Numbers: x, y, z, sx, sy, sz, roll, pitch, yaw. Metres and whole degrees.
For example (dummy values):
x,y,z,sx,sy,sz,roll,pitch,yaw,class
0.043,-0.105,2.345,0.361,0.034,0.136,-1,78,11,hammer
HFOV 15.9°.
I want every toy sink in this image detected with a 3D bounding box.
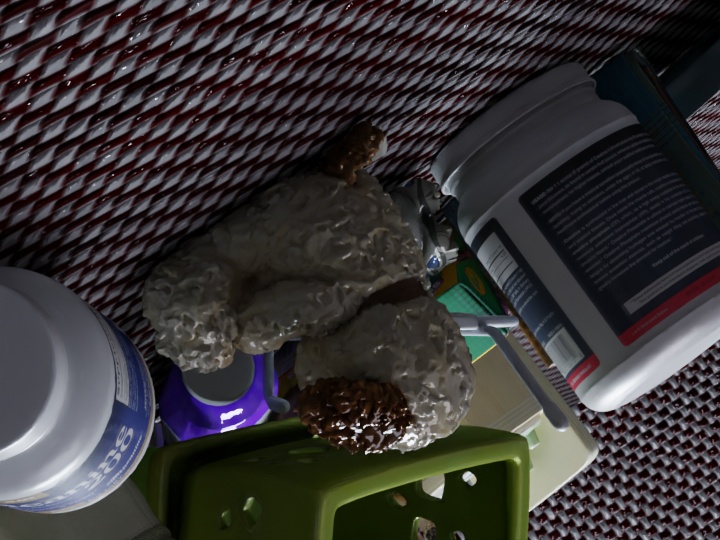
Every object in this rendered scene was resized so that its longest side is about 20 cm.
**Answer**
x,y,z,sx,sy,sz,roll,pitch,yaw,class
0.067,0.118,2.059,0.112,0.200,0.130,-31,171,-45,toy sink

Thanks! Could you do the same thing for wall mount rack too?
x,y,z,sx,sy,sz,roll,pitch,yaw,class
0.032,0.064,1.647,0.200,0.075,0.174,-1,-179,-33,wall mount rack

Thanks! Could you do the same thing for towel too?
x,y,z,sx,sy,sz,roll,pitch,yaw,class
0.161,-0.041,1.786,0.200,0.147,0.022,-41,166,35,towel

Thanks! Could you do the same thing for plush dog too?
x,y,z,sx,sy,sz,roll,pitch,yaw,class
0.001,0.026,1.487,0.160,0.172,0.200,-41,168,28,plush dog

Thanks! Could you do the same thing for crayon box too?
x,y,z,sx,sy,sz,roll,pitch,yaw,class
0.014,0.058,1.885,0.200,0.058,0.119,-38,-160,18,crayon box

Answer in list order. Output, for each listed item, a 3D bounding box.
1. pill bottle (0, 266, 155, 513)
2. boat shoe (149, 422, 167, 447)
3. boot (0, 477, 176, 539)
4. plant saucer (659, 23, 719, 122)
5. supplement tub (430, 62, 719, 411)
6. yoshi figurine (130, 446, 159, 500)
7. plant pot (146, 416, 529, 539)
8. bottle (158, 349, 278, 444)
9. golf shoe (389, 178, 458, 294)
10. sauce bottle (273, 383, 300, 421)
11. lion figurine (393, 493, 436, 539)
x,y,z,sx,sy,sz,roll,pitch,yaw,class
-0.168,0.059,1.253,0.111,0.111,0.200,-35,170,-1,pill bottle
-0.119,0.206,1.868,0.063,0.200,0.073,-5,163,-18,boat shoe
-0.192,0.163,1.539,0.072,0.155,0.200,-22,165,-49,boot
0.230,-0.131,1.847,0.200,0.027,0.200,-41,-178,2,plant saucer
0.153,-0.021,1.694,0.140,0.200,0.140,-34,171,-6,supplement tub
-0.135,0.161,1.725,0.112,0.112,0.200,-10,155,18,yoshi figurine
-0.026,0.193,1.627,0.181,0.200,0.199,12,-165,41,plant pot
-0.097,0.086,1.758,0.084,0.065,0.200,-40,171,-11,bottle
0.000,0.000,1.722,0.097,0.078,0.200,-17,160,-12,golf shoe
-0.036,0.124,1.802,0.066,0.066,0.200,-27,146,-40,sauce bottle
-0.007,0.165,2.015,0.072,0.200,0.122,-36,180,-3,lion figurine
